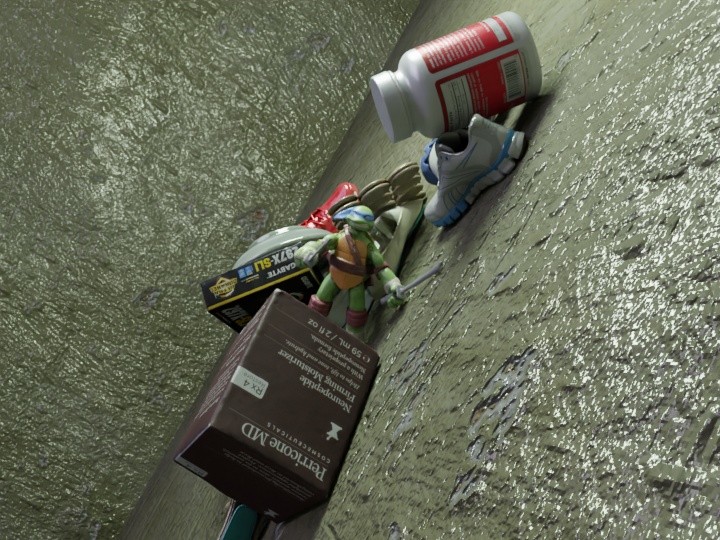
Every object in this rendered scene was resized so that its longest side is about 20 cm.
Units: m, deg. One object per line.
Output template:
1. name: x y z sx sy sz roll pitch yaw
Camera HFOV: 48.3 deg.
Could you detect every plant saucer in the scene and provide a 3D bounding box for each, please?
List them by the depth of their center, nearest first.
1. plant saucer: -0.117 -0.022 1.227 0.196 0.051 0.201 -20 -16 -6

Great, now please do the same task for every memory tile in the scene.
1. memory tile: 0.028 -0.101 1.213 0.151 0.017 0.200 -32 -11 2

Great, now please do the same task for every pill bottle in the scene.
1. pill bottle: 0.117 -0.235 1.003 0.196 0.115 0.112 -21 11 -3

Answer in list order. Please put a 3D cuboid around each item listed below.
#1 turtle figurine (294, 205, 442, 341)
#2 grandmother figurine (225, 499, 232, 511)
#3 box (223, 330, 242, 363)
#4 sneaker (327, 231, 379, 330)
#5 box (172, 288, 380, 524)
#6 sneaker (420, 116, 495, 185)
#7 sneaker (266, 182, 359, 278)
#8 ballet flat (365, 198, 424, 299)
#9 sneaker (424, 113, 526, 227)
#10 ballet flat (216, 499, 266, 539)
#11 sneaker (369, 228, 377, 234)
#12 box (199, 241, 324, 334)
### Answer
1. turtle figurine: -0.020 0.025 1.060 0.200 0.141 0.198 45 126 50
2. grandmother figurine: -0.189 0.328 1.296 0.199 0.059 0.125 159 115 -69
3. box: -0.164 0.184 1.301 0.202 0.080 0.069 96 -161 -56
4. sneaker: 0.000 0.000 1.257 0.073 0.070 0.203 -41 21 57
5. box: -0.103 0.172 1.001 0.164 0.164 0.203 -43 18 52
6. sneaker: 0.156 -0.201 1.095 0.203 0.079 0.115 -64 13 8
7. sneaker: -0.084 -0.063 1.318 0.078 0.114 0.204 29 97 57
8. ballet flat: 0.043 -0.048 1.207 0.070 0.069 0.202 -46 17 50
9. sneaker: 0.122 -0.131 1.010 0.200 0.085 0.076 -48 16 53
10. ballet flat: -0.149 0.317 1.106 0.203 0.066 0.062 -62 1 -14
11. sneaker: -0.005 -0.037 1.358 0.074 0.080 0.203 -43 19 55
12. box: -0.136 0.033 1.204 0.156 0.050 0.200 -20 -16 1
